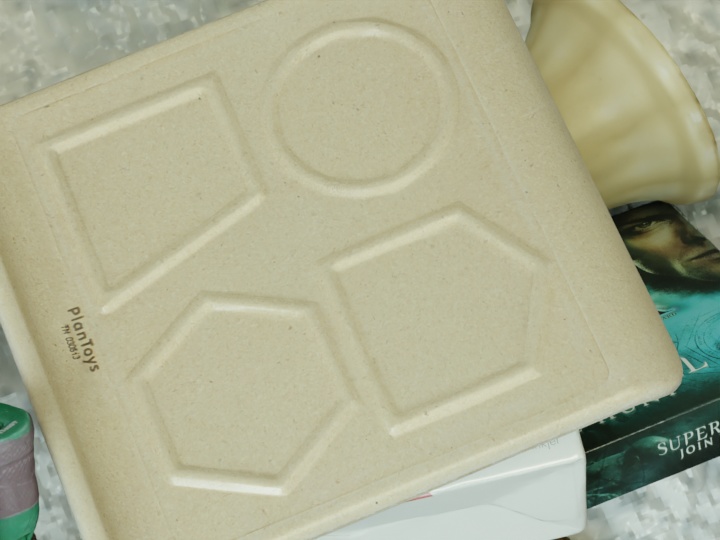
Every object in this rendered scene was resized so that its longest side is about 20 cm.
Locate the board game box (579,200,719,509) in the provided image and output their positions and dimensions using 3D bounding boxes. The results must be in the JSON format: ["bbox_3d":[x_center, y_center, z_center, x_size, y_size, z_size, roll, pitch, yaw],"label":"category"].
[{"bbox_3d":[0.054,0.044,1.086,0.199,0.135,0.028,-21,123,-13],"label":"board game box"}]

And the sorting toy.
[{"bbox_3d":[-0.019,-0.003,0.967,0.199,0.037,0.186,-20,64,-9],"label":"sorting toy"}]

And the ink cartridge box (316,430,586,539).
[{"bbox_3d":[0.000,0.000,1.017,0.116,0.068,0.201,-13,62,-1],"label":"ink cartridge box"}]

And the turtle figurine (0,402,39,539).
[{"bbox_3d":[-0.115,0.149,0.913,0.100,0.150,0.201,-7,114,5],"label":"turtle figurine"}]

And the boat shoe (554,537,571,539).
[{"bbox_3d":[0.095,0.160,1.098,0.072,0.068,0.200,-41,87,-12],"label":"boat shoe"}]

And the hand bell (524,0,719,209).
[{"bbox_3d":[0.025,-0.012,1.098,0.200,0.104,0.104,-37,87,-14],"label":"hand bell"}]
